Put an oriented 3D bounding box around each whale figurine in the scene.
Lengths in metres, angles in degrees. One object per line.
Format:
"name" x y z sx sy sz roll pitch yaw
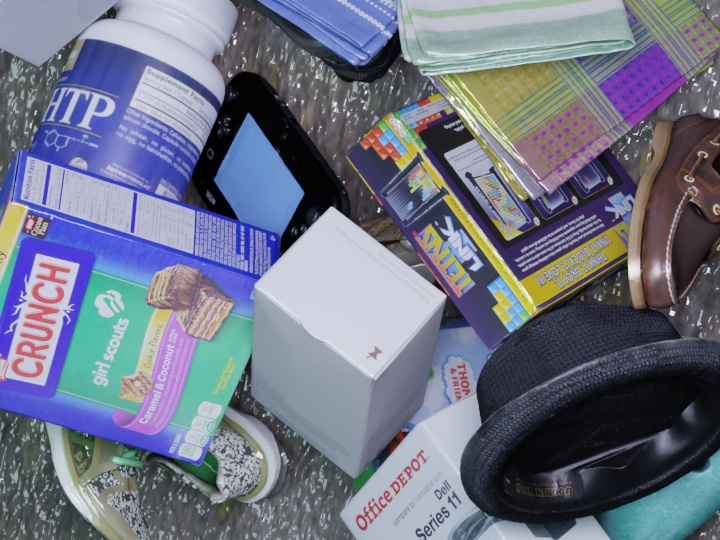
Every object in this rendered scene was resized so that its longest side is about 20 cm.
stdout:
"whale figurine" 0.209 0.147 1.652 0.159 0.104 0.200 19 104 -14

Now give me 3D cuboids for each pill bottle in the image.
"pill bottle" -0.169 -0.119 1.761 0.119 0.120 0.200 17 77 22

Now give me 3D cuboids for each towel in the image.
"towel" 0.140 -0.151 1.617 0.144 0.200 0.023 50 155 5
"towel" 0.005 -0.237 1.660 0.145 0.200 0.024 34 148 16
"towel" 0.090 -0.216 1.608 0.152 0.200 0.023 -8 141 -4

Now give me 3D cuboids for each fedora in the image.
"fedora" 0.149 0.079 1.540 0.201 0.200 0.092 -44 50 26

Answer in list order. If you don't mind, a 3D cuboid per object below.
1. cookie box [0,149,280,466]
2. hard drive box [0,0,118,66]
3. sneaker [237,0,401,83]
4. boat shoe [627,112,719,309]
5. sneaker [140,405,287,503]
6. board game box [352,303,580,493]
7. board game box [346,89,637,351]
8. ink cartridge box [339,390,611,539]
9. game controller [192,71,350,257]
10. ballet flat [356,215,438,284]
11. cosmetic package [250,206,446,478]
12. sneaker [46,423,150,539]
"cookie box" -0.178 0.029 1.684 0.200 0.075 0.171 18 120 -14
"hard drive box" -0.226 -0.280 1.759 0.156 0.077 0.200 -36 51 28
"sneaker" -0.036 -0.199 1.740 0.076 0.114 0.199 -51 48 3
"boat shoe" 0.222 -0.044 1.581 0.070 0.200 0.071 2 127 17
"sneaker" -0.155 0.119 1.852 0.200 0.089 0.077 30 112 18
"board game box" 0.080 0.109 1.750 0.200 0.037 0.152 -7 102 26
"board game box" 0.104 -0.052 1.629 0.057 0.200 0.165 -40 82 37
"ink cartridge box" 0.093 0.203 1.663 0.200 0.083 0.147 54 139 16
"game controller" -0.069 -0.060 1.749 0.104 0.042 0.200 -54 41 18
"ballet flat" 0.000 0.000 1.759 0.200 0.065 0.071 -21 127 29
"cosmetic package" -0.012 0.054 1.647 0.108 0.085 0.200 39 158 12
"sneaker" -0.186 0.115 1.783 0.088 0.077 0.200 -24 79 13
